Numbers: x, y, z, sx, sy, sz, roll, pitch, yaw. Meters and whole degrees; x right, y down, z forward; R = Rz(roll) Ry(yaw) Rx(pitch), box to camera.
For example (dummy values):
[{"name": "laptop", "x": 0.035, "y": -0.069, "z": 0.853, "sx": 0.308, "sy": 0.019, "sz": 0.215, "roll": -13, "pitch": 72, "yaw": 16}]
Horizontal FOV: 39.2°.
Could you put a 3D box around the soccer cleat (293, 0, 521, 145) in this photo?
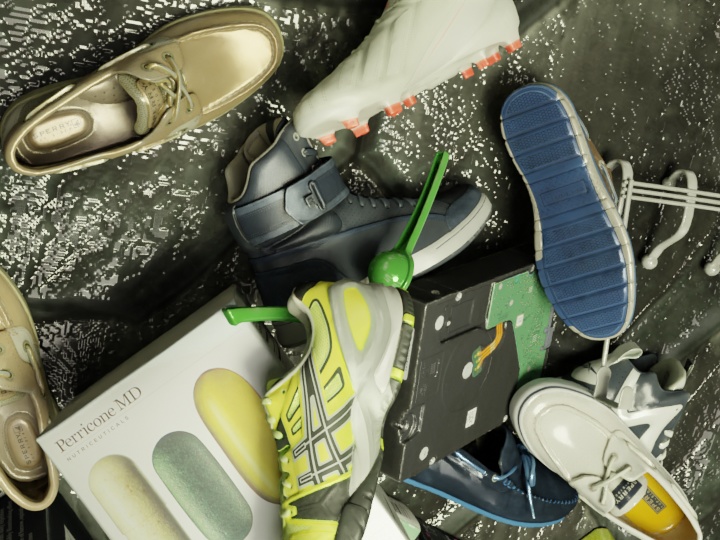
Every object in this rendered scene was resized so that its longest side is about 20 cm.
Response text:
[{"name": "soccer cleat", "x": 0.026, "y": -0.151, "z": 0.692, "sx": 0.200, "sy": 0.069, "sz": 0.078, "roll": -32, "pitch": 95, "yaw": -28}]

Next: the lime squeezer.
[{"name": "lime squeezer", "x": 0.000, "y": 0.000, "z": 0.662, "sx": 0.200, "sy": 0.038, "sz": 0.071, "roll": -38, "pitch": 100, "yaw": -28}]

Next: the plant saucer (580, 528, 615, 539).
[{"name": "plant saucer", "x": 0.208, "y": 0.379, "z": 0.981, "sx": 0.200, "sy": 0.048, "sz": 0.200, "roll": -36, "pitch": 117, "yaw": -4}]

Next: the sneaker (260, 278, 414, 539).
[{"name": "sneaker", "x": -0.026, "y": 0.101, "z": 0.594, "sx": 0.076, "sy": 0.075, "sz": 0.201, "roll": 14, "pitch": 75, "yaw": -5}]

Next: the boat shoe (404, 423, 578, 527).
[{"name": "boat shoe", "x": 0.107, "y": 0.160, "z": 0.840, "sx": 0.199, "sy": 0.084, "sz": 0.069, "roll": 19, "pitch": 116, "yaw": -27}]

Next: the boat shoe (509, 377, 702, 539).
[{"name": "boat shoe", "x": 0.201, "y": 0.162, "z": 0.809, "sx": 0.071, "sy": 0.070, "sz": 0.200, "roll": -44, "pitch": 109, "yaw": 7}]

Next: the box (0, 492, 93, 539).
[{"name": "box", "x": -0.281, "y": 0.266, "z": 0.709, "sx": 0.200, "sy": 0.148, "sz": 0.107, "roll": -28, "pitch": 116, "yaw": -7}]

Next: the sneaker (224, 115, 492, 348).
[{"name": "sneaker", "x": -0.003, "y": -0.056, "z": 0.725, "sx": 0.202, "sy": 0.077, "sz": 0.147, "roll": -31, "pitch": 99, "yaw": -29}]

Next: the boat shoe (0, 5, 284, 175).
[{"name": "boat shoe", "x": -0.138, "y": -0.113, "z": 0.661, "sx": 0.199, "sy": 0.065, "sz": 0.072, "roll": -24, "pitch": 116, "yaw": -10}]

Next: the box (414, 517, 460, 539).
[{"name": "box", "x": 0.078, "y": 0.324, "z": 0.828, "sx": 0.115, "sy": 0.200, "sz": 0.132, "roll": 33, "pitch": 97, "yaw": -26}]

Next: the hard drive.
[{"name": "hard drive", "x": 0.084, "y": 0.062, "z": 0.768, "sx": 0.200, "sy": 0.038, "sz": 0.140, "roll": -17, "pitch": 121, "yaw": -48}]

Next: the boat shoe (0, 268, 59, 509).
[{"name": "boat shoe", "x": -0.250, "y": 0.071, "z": 0.683, "sx": 0.072, "sy": 0.065, "sz": 0.201, "roll": -20, "pitch": 115, "yaw": -12}]

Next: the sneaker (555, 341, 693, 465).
[{"name": "sneaker", "x": 0.255, "y": 0.140, "z": 0.888, "sx": 0.130, "sy": 0.080, "sz": 0.199, "roll": -40, "pitch": 108, "yaw": 8}]

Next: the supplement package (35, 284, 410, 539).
[{"name": "supplement package", "x": -0.089, "y": 0.137, "z": 0.693, "sx": 0.152, "sy": 0.151, "sz": 0.200, "roll": -35, "pitch": 96, "yaw": -4}]

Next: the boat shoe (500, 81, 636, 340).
[{"name": "boat shoe", "x": 0.167, "y": -0.049, "z": 0.768, "sx": 0.072, "sy": 0.072, "sz": 0.201, "roll": -12, "pitch": 100, "yaw": 27}]

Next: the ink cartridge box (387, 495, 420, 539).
[{"name": "ink cartridge box", "x": -0.071, "y": 0.250, "z": 0.835, "sx": 0.161, "sy": 0.050, "sz": 0.200, "roll": 32, "pitch": 95, "yaw": -26}]

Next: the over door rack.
[{"name": "over door rack", "x": 0.254, "y": 0.017, "z": 0.833, "sx": 0.147, "sy": 0.067, "sz": 0.201, "roll": 5, "pitch": 83, "yaw": -22}]
